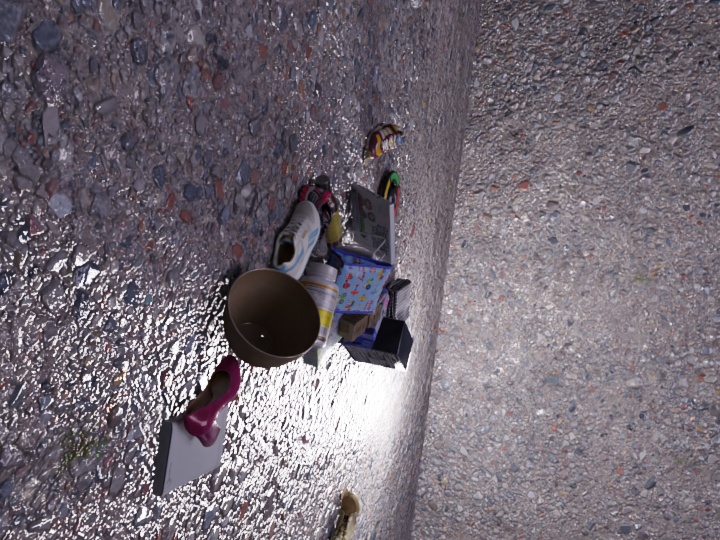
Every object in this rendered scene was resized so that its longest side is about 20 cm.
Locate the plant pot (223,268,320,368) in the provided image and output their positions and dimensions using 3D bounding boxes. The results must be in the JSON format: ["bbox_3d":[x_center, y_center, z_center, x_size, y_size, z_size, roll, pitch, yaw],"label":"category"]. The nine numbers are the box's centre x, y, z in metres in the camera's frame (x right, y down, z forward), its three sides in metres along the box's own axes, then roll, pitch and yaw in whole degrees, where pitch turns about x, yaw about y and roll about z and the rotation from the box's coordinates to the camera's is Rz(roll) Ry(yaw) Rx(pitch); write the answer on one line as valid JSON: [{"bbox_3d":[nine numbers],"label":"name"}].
[{"bbox_3d":[-0.197,0.116,1.262,0.135,0.199,0.201,-48,-171,43],"label":"plant pot"}]

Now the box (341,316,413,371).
[{"bbox_3d":[0.061,0.236,2.064,0.201,0.195,0.125,63,40,-63],"label":"box"}]

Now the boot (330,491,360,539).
[{"bbox_3d":[-0.060,0.920,2.237,0.155,0.071,0.204,-47,148,-65],"label":"boot"}]

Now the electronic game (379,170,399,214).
[{"bbox_3d":[0.105,-0.252,2.205,0.200,0.041,0.204,9,90,-72],"label":"electronic game"}]

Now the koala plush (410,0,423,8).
[{"bbox_3d":[0.202,-0.974,2.006,0.200,0.180,0.181,111,-18,-71],"label":"koala plush"}]

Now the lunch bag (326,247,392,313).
[{"bbox_3d":[-0.004,0.041,1.700,0.197,0.094,0.153,11,112,-31],"label":"lunch bag"}]

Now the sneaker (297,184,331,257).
[{"bbox_3d":[-0.107,-0.115,1.558,0.081,0.073,0.203,-62,155,-44],"label":"sneaker"}]

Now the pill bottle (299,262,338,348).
[{"bbox_3d":[-0.118,0.087,1.569,0.109,0.107,0.204,48,54,-68],"label":"pill bottle"}]

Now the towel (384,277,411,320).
[{"bbox_3d":[0.146,0.132,2.460,0.200,0.084,0.169,-35,131,-66],"label":"towel"}]

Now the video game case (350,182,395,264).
[{"bbox_3d":[0.037,-0.140,1.848,0.023,0.181,0.203,-26,131,-29],"label":"video game case"}]

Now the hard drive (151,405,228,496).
[{"bbox_3d":[-0.321,0.336,1.193,0.200,0.026,0.135,6,93,-72],"label":"hard drive"}]

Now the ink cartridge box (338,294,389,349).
[{"bbox_3d":[0.008,0.150,1.978,0.042,0.117,0.202,75,30,-52],"label":"ink cartridge box"}]

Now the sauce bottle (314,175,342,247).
[{"bbox_3d":[-0.086,-0.153,1.617,0.202,0.063,0.065,84,23,-43],"label":"sauce bottle"}]

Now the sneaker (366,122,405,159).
[{"bbox_3d":[0.081,-0.413,1.968,0.201,0.088,0.076,-61,154,-47],"label":"sneaker"}]

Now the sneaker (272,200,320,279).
[{"bbox_3d":[-0.149,-0.077,1.446,0.081,0.075,0.204,57,43,-62],"label":"sneaker"}]

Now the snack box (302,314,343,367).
[{"bbox_3d":[-0.102,0.159,1.748,0.200,0.052,0.145,-47,144,-61],"label":"snack box"}]

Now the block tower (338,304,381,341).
[{"bbox_3d":[-0.001,0.147,1.856,0.200,0.057,0.055,-32,134,-61],"label":"block tower"}]

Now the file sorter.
[{"bbox_3d":[0.000,0.000,1.830,0.125,0.136,0.203,-48,144,-51],"label":"file sorter"}]

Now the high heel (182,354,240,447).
[{"bbox_3d":[-0.285,0.225,1.182,0.097,0.066,0.202,71,26,-42],"label":"high heel"}]
